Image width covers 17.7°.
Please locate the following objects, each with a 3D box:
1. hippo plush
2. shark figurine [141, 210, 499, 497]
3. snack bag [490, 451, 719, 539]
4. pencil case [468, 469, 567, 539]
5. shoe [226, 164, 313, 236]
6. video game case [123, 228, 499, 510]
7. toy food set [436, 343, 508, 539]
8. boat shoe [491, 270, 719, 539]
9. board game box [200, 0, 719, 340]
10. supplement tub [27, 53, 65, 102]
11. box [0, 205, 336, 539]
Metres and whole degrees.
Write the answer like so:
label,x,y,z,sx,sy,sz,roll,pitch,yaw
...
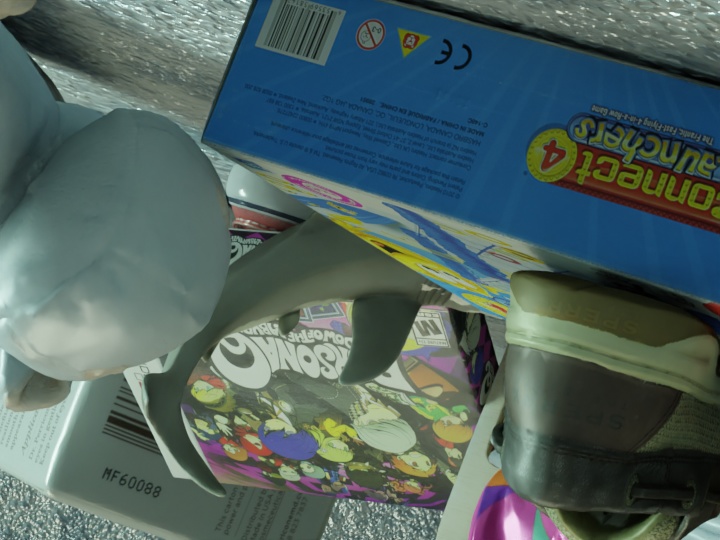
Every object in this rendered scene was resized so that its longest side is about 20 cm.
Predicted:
label,x,y,z,sx,sy,sz,roll,pitch,yaw
hippo plush,-0.129,-0.021,0.677,0.161,0.159,0.200,49,162,-22
shark figurine,-0.022,-0.002,0.995,0.128,0.214,0.090,51,151,33
snack bag,0.181,0.076,0.924,0.199,0.022,0.188,-5,-172,-26
pencil case,0.146,0.130,1.015,0.199,0.089,0.088,1,164,36
shoe,-0.030,0.011,1.191,0.071,0.091,0.200,20,175,18
video game case,-0.027,0.050,1.154,0.199,0.036,0.182,5,141,21
toy food set,0.123,0.098,1.174,0.060,0.144,0.200,18,174,42
boat shoe,0.073,0.048,0.655,0.072,0.066,0.201,19,175,18
board game box,0.086,-0.010,0.691,0.199,0.056,0.196,19,174,32
supplement tub,-0.195,-0.056,0.971,0.131,0.132,0.200,21,174,5
box,-0.113,0.059,1.430,0.200,0.200,0.171,25,174,-33
